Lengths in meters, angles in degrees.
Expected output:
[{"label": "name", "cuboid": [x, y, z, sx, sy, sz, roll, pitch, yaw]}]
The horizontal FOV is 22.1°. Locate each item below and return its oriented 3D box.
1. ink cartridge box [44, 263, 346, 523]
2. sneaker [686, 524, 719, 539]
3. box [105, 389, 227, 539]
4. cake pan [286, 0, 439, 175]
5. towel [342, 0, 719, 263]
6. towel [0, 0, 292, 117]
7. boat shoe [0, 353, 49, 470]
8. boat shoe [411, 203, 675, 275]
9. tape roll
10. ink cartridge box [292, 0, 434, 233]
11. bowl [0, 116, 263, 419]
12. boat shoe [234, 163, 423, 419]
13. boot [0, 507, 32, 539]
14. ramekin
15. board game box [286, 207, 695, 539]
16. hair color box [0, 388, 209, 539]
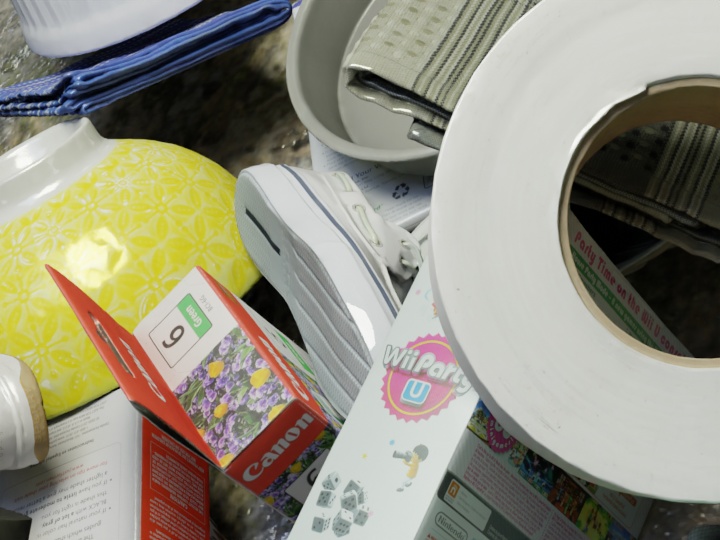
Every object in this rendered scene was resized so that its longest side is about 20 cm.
[{"label": "ink cartridge box", "cuboid": [-0.050, 0.057, 0.851, 0.050, 0.200, 0.109, -44, 45, 3]}, {"label": "sneaker", "cuboid": [0.204, 0.131, 0.673, 0.199, 0.115, 0.076, 6, 64, 39]}, {"label": "box", "cuboid": [-0.113, 0.121, 0.967, 0.041, 0.039, 0.200, -45, 45, 1]}, {"label": "cake pan", "cuboid": [0.054, -0.132, 0.962, 0.199, 0.037, 0.202, -19, 50, 24]}, {"label": "towel", "cuboid": [0.102, -0.090, 0.817, 0.191, 0.035, 0.200, 25, 40, 6]}, {"label": "towel", "cuboid": [-0.135, -0.125, 1.074, 0.144, 0.024, 0.200, -26, 15, -21]}, {"label": "boat shoe", "cuboid": [-0.230, 0.073, 0.922, 0.199, 0.069, 0.072, -7, 97, 54]}, {"label": "boat shoe", "cuboid": [0.099, -0.027, 0.876, 0.199, 0.068, 0.075, -27, 91, 19]}, {"label": "tape roll", "cuboid": [0.124, -0.015, 0.694, 0.200, 0.071, 0.205, 0, 84, 2]}, {"label": "ink cartridge box", "cuboid": [0.061, -0.107, 0.996, 0.198, 0.041, 0.201, -25, 48, 20]}, {"label": "bowl", "cuboid": [-0.152, -0.015, 0.983, 0.199, 0.108, 0.200, -28, 17, 9]}, {"label": "boat shoe", "cuboid": [0.000, 0.000, 0.868, 0.066, 0.074, 0.200, -10, 37, -18]}, {"label": "boot", "cuboid": [-0.225, 0.175, 0.879, 0.200, 0.077, 0.140, -5, 75, 64]}, {"label": "ramekin", "cuboid": [-0.144, -0.228, 1.143, 0.199, 0.098, 0.201, -24, 27, 13]}, {"label": "board game box", "cuboid": [0.059, 0.090, 0.787, 0.064, 0.148, 0.201, 12, 67, 42]}, {"label": "hair color box", "cuboid": [-0.127, 0.164, 0.878, 0.101, 0.061, 0.202, -22, 49, 23]}]
